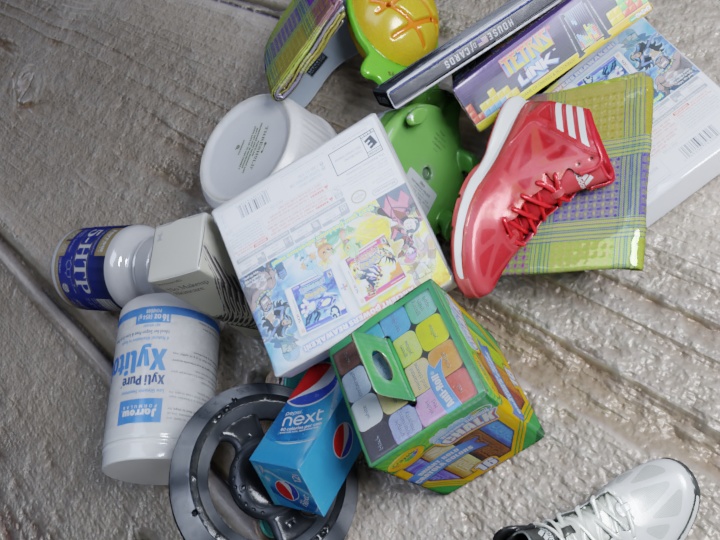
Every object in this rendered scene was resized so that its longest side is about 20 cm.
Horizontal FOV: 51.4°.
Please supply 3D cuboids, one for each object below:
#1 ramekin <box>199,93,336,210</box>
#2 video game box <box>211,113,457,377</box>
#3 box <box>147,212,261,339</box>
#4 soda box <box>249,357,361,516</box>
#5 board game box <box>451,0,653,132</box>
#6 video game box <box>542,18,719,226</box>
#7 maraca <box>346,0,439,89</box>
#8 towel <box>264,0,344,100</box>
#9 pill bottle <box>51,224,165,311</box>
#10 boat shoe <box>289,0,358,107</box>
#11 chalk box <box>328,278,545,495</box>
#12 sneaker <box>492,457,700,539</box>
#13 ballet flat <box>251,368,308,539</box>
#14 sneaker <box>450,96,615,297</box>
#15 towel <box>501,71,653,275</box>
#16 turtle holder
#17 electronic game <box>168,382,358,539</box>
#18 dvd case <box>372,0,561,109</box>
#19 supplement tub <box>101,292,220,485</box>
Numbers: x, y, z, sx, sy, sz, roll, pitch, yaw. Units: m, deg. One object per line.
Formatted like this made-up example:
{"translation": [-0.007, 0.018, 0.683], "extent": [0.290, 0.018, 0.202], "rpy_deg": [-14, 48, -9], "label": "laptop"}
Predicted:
{"translation": [-0.127, -0.140, 0.997], "extent": [0.198, 0.094, 0.207], "rpy_deg": [-16, 59, 28], "label": "ramekin"}
{"translation": [-0.028, -0.023, 0.735], "extent": [0.197, 0.047, 0.186], "rpy_deg": [-28, 72, 11], "label": "video game box"}
{"translation": [-0.147, 0.013, 0.866], "extent": [0.080, 0.199, 0.070], "rpy_deg": [-12, 62, 28], "label": "box"}
{"translation": [-0.026, 0.137, 0.752], "extent": [0.063, 0.069, 0.201], "rpy_deg": [0, 39, 33], "label": "soda box"}
{"translation": [0.190, -0.239, 0.793], "extent": [0.198, 0.057, 0.166], "rpy_deg": [-34, 12, 16], "label": "board game box"}
{"translation": [0.253, -0.130, 0.750], "extent": [0.199, 0.047, 0.184], "rpy_deg": [-38, 54, 14], "label": "video game box"}
{"translation": [0.044, -0.297, 0.940], "extent": [0.107, 0.134, 0.205], "rpy_deg": [-41, 49, 55], "label": "maraca"}
{"translation": [-0.078, -0.310, 0.977], "extent": [0.144, 0.022, 0.202], "rpy_deg": [-51, 29, 20], "label": "towel"}
{"translation": [-0.331, -0.003, 1.056], "extent": [0.196, 0.119, 0.123], "rpy_deg": [-1, 67, 34], "label": "pill bottle"}
{"translation": [-0.048, -0.312, 1.045], "extent": [0.200, 0.073, 0.069], "rpy_deg": [-49, 31, 20], "label": "boat shoe"}
{"translation": [0.061, 0.104, 0.676], "extent": [0.123, 0.199, 0.127], "rpy_deg": [-34, 54, 14], "label": "chalk box"}
{"translation": [0.179, 0.217, 0.593], "extent": [0.200, 0.115, 0.076], "rpy_deg": [-43, 50, 9], "label": "sneaker"}
{"translation": [-0.093, 0.198, 0.837], "extent": [0.067, 0.067, 0.205], "rpy_deg": [-21, 50, 47], "label": "ballet flat"}
{"translation": [0.158, -0.067, 0.671], "extent": [0.114, 0.078, 0.205], "rpy_deg": [9, 76, 39], "label": "sneaker"}
{"translation": [0.205, -0.092, 0.713], "extent": [0.141, 0.023, 0.205], "rpy_deg": [-4, 67, 33], "label": "towel"}
{"translation": [0.044, -0.126, 0.839], "extent": [0.130, 0.138, 0.191], "rpy_deg": [5, 91, 51], "label": "turtle holder"}
{"translation": [-0.096, 0.212, 0.761], "extent": [0.042, 0.195, 0.205], "rpy_deg": [122, 148, -55], "label": "electronic game"}
{"translation": [0.106, -0.239, 0.809], "extent": [0.197, 0.025, 0.151], "rpy_deg": [-32, 14, 3], "label": "dvd case"}
{"translation": [-0.239, 0.144, 0.912], "extent": [0.129, 0.132, 0.205], "rpy_deg": [-18, 58, 26], "label": "supplement tub"}
